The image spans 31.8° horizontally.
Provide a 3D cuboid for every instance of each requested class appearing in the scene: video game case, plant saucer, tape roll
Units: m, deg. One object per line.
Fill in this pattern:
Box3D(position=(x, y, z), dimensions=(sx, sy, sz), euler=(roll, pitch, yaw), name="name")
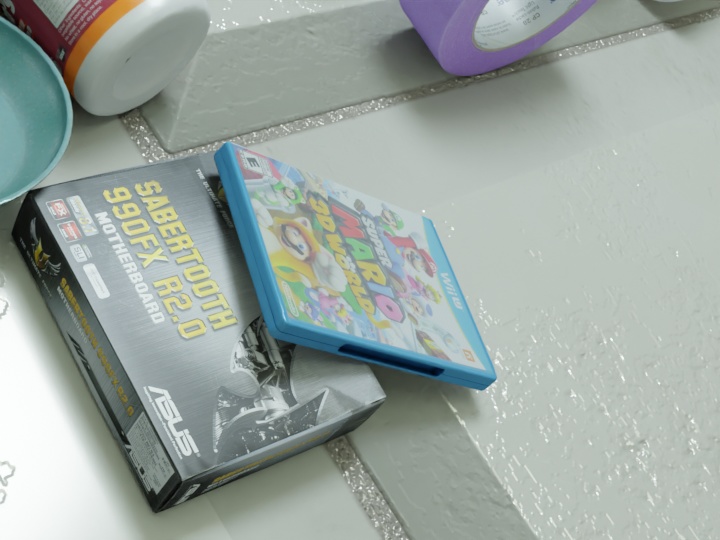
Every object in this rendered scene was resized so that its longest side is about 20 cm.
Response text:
Box3D(position=(0.000, 0.000, 0.826), dimensions=(0.199, 0.018, 0.144), euler=(18, 40, -44), name="video game case")
Box3D(position=(-0.272, -0.093, 0.744), dimensions=(0.198, 0.036, 0.201), euler=(14, 44, -14), name="plant saucer")
Box3D(position=(0.129, -0.247, 1.014), dimensions=(0.199, 0.200, 0.066), euler=(-18, 68, -40), name="tape roll")

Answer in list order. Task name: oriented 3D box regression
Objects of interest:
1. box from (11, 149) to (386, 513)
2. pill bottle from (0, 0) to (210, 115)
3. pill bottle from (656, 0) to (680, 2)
Box3D(position=(-0.098, 0.028, 0.771), dimensions=(0.157, 0.048, 0.201), euler=(-16, 67, -39), name="box")
Box3D(position=(-0.200, -0.210, 0.841), dimensions=(0.200, 0.110, 0.109), euler=(49, 46, 9), name="pill bottle")
Box3D(position=(0.349, -0.358, 1.297), dimensions=(0.116, 0.116, 0.200), euler=(47, 46, 7), name="pill bottle")
